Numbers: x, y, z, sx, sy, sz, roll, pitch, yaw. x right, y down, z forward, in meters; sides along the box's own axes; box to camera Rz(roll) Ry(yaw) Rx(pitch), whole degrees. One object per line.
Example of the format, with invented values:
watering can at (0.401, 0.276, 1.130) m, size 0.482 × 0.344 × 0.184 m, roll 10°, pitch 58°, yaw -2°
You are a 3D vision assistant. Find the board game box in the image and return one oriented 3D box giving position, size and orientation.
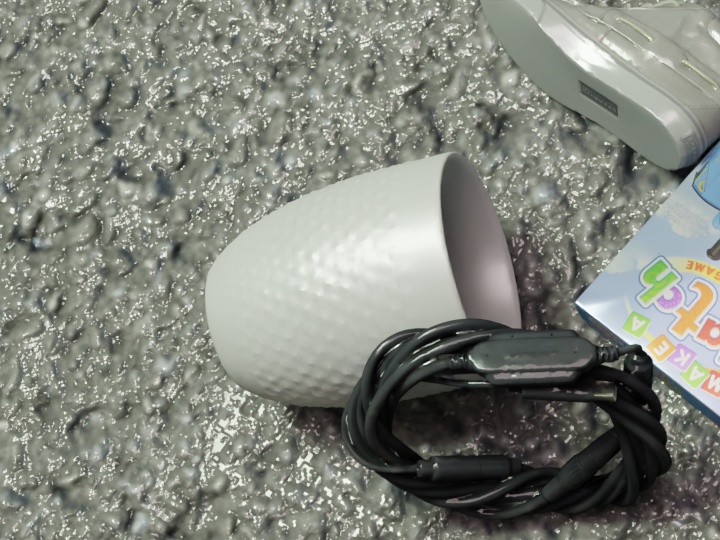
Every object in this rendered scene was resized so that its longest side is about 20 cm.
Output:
board game box at (0.259, -0.004, 1.364) m, size 0.151 × 0.037 × 0.200 m, roll 39°, pitch 84°, yaw 26°

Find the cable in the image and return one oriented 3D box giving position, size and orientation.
cable at (0.088, 0.095, 1.310) m, size 0.200 × 0.163 × 0.051 m, roll -5°, pitch 48°, yaw 14°

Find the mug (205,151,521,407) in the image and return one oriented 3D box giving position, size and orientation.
mug at (0.000, 0.000, 1.396) m, size 0.175 × 0.148 × 0.200 m, roll -14°, pitch 35°, yaw 19°

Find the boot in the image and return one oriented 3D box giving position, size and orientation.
boot at (0.179, -0.152, 1.441) m, size 0.096 × 0.074 × 0.200 m, roll -38°, pitch 61°, yaw -19°
